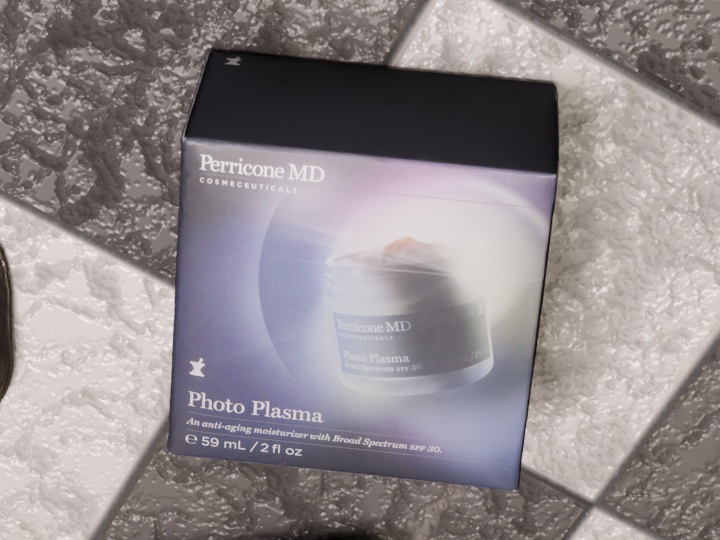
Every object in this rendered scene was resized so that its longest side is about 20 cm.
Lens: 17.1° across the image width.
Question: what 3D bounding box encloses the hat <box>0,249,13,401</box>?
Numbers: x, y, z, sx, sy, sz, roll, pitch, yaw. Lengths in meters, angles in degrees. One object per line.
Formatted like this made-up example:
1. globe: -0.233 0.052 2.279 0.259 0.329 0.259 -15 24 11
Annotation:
1. hat: -0.296 0.038 1.382 0.200 0.081 0.201 2 118 5

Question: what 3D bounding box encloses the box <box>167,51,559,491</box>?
1. box: 0.000 0.000 1.315 0.199 0.123 0.199 5 117 2
